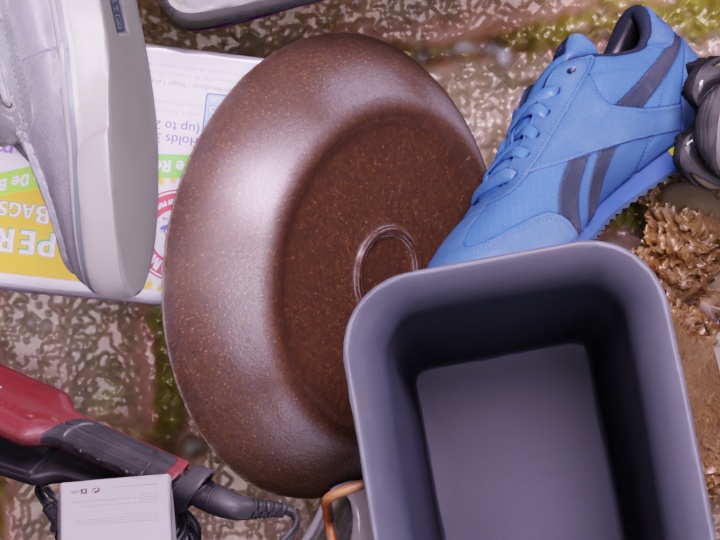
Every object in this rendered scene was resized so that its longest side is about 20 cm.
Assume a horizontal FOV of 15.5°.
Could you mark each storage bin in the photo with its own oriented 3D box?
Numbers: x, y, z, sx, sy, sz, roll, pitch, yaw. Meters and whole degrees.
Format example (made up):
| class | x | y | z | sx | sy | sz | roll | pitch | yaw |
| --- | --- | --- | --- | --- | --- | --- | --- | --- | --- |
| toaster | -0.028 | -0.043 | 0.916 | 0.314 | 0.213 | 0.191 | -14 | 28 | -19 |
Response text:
| class | x | y | z | sx | sy | sz | roll | pitch | yaw |
| --- | --- | --- | --- | --- | --- | --- | --- | --- | --- |
| storage bin | 0.060 | 0.104 | 1.052 | 0.145 | 0.134 | 0.200 | -10 | 81 | 1 |

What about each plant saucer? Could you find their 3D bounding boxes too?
| class | x | y | z | sx | sy | sz | roll | pitch | yaw |
| --- | --- | --- | --- | --- | --- | --- | --- | --- | --- |
| plant saucer | 0.000 | 0.000 | 1.123 | 0.200 | 0.037 | 0.201 | -8 | 101 | -46 |

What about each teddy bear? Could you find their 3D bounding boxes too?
| class | x | y | z | sx | sy | sz | roll | pitch | yaw |
| --- | --- | --- | --- | --- | --- | --- | --- | --- | --- |
| teddy bear | 0.137 | 0.053 | 1.180 | 0.145 | 0.067 | 0.200 | 14 | 75 | -15 |

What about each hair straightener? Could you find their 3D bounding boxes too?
| class | x | y | z | sx | sy | sz | roll | pitch | yaw |
| --- | --- | --- | --- | --- | --- | --- | --- | --- | --- |
| hair straightener | -0.113 | 0.090 | 1.141 | 0.200 | 0.041 | 0.077 | 16 | 133 | 24 |

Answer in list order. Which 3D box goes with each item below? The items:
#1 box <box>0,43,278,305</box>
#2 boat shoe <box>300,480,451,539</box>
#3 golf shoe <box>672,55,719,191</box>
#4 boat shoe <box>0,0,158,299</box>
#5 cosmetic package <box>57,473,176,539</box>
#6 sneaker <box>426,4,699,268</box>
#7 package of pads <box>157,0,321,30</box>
| class | x | y | z | sx | sy | sz | roll | pitch | yaw |
| --- | --- | --- | --- | --- | --- | --- | --- | --- | --- |
| box | -0.140 | -0.047 | 1.140 | 0.200 | 0.101 | 0.113 | 6 | 92 | -4 |
| boat shoe | -0.032 | 0.174 | 1.153 | 0.069 | 0.071 | 0.200 | 14 | 106 | -42 |
| golf shoe | 0.234 | -0.056 | 1.149 | 0.200 | 0.094 | 0.078 | -6 | 101 | -32 |
| boat shoe | -0.128 | -0.086 | 1.062 | 0.071 | 0.070 | 0.201 | -8 | 92 | 13 |
| cosmetic package | -0.097 | 0.185 | 1.110 | 0.051 | 0.083 | 0.200 | -5 | 130 | -5 |
| sneaker | 0.080 | -0.048 | 1.139 | 0.200 | 0.066 | 0.079 | -39 | 103 | -37 |
| package of pads | 0.005 | -0.155 | 1.121 | 0.200 | 0.155 | 0.068 | -16 | 93 | -3 |
